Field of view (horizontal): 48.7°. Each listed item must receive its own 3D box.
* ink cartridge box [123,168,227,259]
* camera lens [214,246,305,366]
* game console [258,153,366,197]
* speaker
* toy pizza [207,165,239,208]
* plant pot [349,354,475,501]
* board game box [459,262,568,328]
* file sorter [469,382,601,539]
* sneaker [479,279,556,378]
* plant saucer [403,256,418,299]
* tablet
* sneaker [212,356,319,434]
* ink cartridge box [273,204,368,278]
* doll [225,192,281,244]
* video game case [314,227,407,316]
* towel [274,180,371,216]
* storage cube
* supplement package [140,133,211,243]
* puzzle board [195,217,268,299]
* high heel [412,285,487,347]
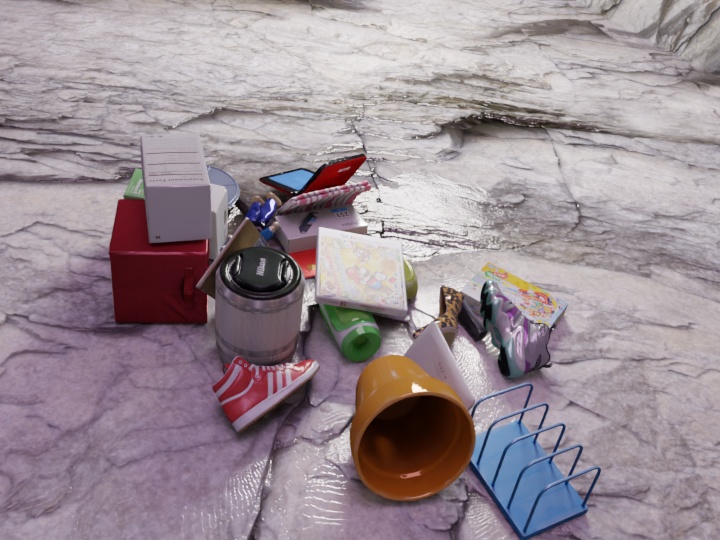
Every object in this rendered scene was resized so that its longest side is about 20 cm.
[{"bbox_3d":[-0.383,-0.116,1.666,0.196,0.147,0.089,10,48,0],"label":"ink cartridge box"},{"bbox_3d":[-0.184,0.072,1.437,0.156,0.203,0.161,6,38,-5],"label":"camera lens"},{"bbox_3d":[-0.110,-0.241,1.878,0.119,0.172,0.199,50,32,8],"label":"game console"},{"bbox_3d":[-0.028,0.080,1.555,0.087,0.090,0.201,-7,41,-20],"label":"speaker"},{"bbox_3d":[-0.380,-0.181,1.846,0.196,0.032,0.202,7,40,-5],"label":"toy pizza"},{"bbox_3d":[0.068,0.238,1.310,0.196,0.204,0.184,-1,24,-13],"label":"plant pot"},{"bbox_3d":[0.322,0.069,1.682,0.198,0.035,0.134,29,43,22],"label":"board game box"},{"bbox_3d":[0.277,0.306,1.310,0.136,0.124,0.201,-13,44,-25],"label":"file sorter"},{"bbox_3d":[0.321,0.107,1.569,0.137,0.078,0.204,-8,69,-15],"label":"sneaker"},{"bbox_3d":[0.041,-0.015,1.672,0.197,0.031,0.201,25,25,-12],"label":"plant saucer"},{"bbox_3d":[0.127,0.201,1.410,0.013,0.131,0.201,20,29,-33],"label":"tablet"},{"bbox_3d":[-0.166,0.182,1.383,0.199,0.071,0.113,-33,82,-39],"label":"sneaker"},{"bbox_3d":[-0.072,-0.070,1.763,0.196,0.045,0.177,-12,42,-24],"label":"ink cartridge box"},{"bbox_3d":[-0.229,-0.085,1.720,0.134,0.049,0.202,-10,43,27],"label":"doll"},{"bbox_3d":[0.000,0.000,1.565,0.178,0.023,0.202,10,43,-10],"label":"video game case"},{"bbox_3d":[-0.086,-0.156,1.803,0.197,0.146,0.031,-15,85,-22],"label":"towel"},{"bbox_3d":[-0.381,-0.018,1.531,0.176,0.173,0.202,1,39,-10],"label":"storage cube"},{"bbox_3d":[-0.345,-0.157,1.479,0.115,0.119,0.201,-4,38,-16],"label":"supplement package"},{"bbox_3d":[-0.240,-0.014,1.497,0.017,0.200,0.152,33,83,9],"label":"puzzle board"},{"bbox_3d":[0.148,0.089,1.583,0.197,0.072,0.143,-2,43,-41],"label":"high heel"}]
